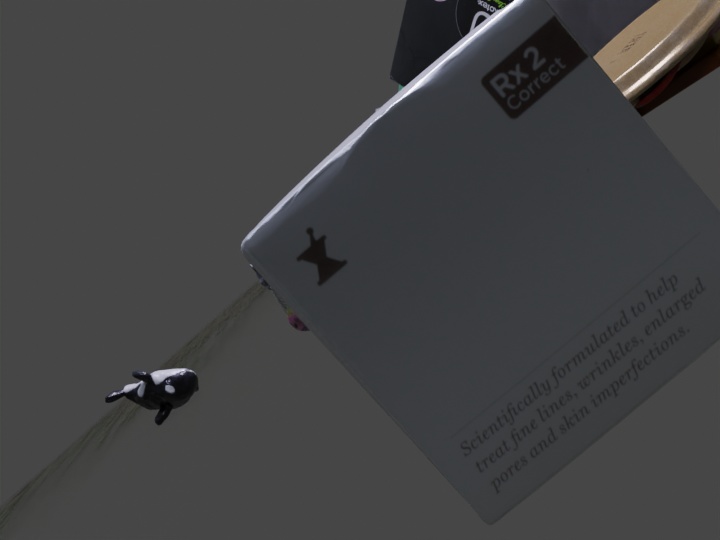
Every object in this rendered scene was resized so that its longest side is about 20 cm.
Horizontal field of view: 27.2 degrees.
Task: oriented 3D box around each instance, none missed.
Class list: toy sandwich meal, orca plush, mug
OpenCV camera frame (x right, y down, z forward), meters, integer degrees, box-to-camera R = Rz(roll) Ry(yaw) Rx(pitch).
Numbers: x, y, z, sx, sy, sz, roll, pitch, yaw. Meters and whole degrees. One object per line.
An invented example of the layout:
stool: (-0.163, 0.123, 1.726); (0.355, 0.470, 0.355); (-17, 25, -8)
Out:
toy sandwich meal: (0.243, -0.160, 1.205); (0.205, 0.070, 0.205); (-42, 10, 9)
orca plush: (-0.318, 0.198, 2.270); (0.200, 0.105, 0.071); (-8, 66, 36)
mug: (0.239, -0.236, 1.477); (0.200, 0.148, 0.175); (-57, -9, 24)

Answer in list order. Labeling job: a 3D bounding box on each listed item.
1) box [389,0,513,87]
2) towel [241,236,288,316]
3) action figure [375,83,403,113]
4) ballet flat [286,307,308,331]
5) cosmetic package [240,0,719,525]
box: (0.138, -0.273, 1.592); (0.124, 0.148, 0.200); (-30, -35, -41)
towel: (-0.036, -0.037, 1.782); (0.200, 0.086, 0.166); (-43, -25, -4)
action figure: (0.051, -0.177, 1.839); (0.118, 0.055, 0.200); (43, 115, 47)
ballet flat: (0.000, 0.000, 1.696); (0.200, 0.069, 0.071); (-42, 30, -4)
cosmetic package: (0.065, -0.015, 0.707); (0.165, 0.165, 0.200); (-41, 5, 7)
